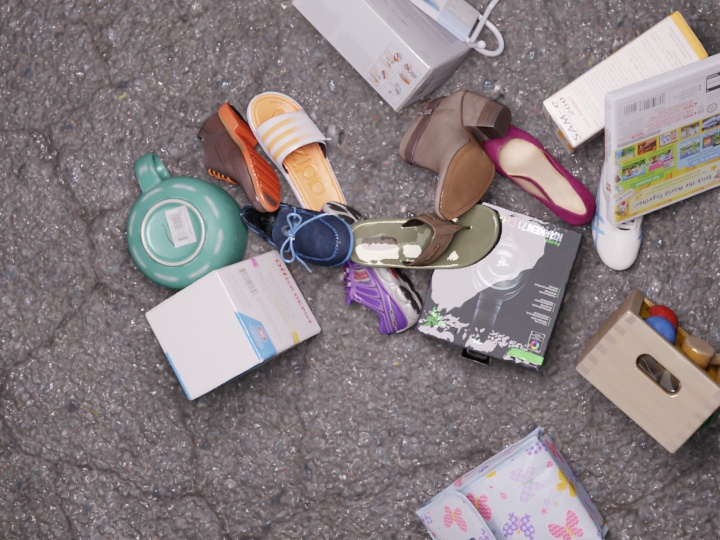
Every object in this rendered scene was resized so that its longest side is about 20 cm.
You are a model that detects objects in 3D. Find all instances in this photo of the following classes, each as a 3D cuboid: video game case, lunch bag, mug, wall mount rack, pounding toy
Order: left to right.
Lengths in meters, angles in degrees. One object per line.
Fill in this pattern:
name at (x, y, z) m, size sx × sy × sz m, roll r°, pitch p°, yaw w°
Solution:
mug at (-0.250, -0.057, 1.694) m, size 0.184 × 0.114 × 0.153 m, roll 26°, pitch 94°, yaw 7°
wall mount rack at (0.113, -0.345, 1.612) m, size 0.200 × 0.174 × 0.075 m, roll 35°, pitch 135°, yaw -9°
lunch bag at (0.195, 0.328, 1.632) m, size 0.199 × 0.127 × 0.170 m, roll -34°, pitch 84°, yaw 13°
video game case at (0.392, -0.166, 1.569) m, size 0.199 × 0.023 × 0.183 m, roll -21°, pitch 127°, yaw -16°
pounding toy at (0.399, 0.119, 1.587) m, size 0.200 × 0.184 × 0.142 m, roll 41°, pitch 107°, yaw 6°

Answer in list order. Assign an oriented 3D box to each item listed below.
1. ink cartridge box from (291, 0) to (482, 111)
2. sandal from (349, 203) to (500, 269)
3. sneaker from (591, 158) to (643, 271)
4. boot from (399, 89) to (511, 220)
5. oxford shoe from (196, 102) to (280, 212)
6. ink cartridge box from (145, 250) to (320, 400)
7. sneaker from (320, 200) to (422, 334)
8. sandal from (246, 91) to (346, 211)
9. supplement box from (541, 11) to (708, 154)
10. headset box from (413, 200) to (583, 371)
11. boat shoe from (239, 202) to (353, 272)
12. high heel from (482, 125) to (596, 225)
ink cartridge box at (0.040, -0.325, 1.656) m, size 0.200 × 0.175 × 0.084 m, roll 47°, pitch 126°, yaw 6°
sandal at (0.077, -0.037, 1.588) m, size 0.200 × 0.057 × 0.080 m, roll -8°, pitch 87°, yaw 7°
sneaker at (0.342, -0.100, 1.637) m, size 0.071 × 0.072 × 0.201 m, roll 8°, pitch 92°, yaw 6°
boot at (0.106, -0.149, 1.625) m, size 0.070 × 0.146 × 0.200 m, roll 50°, pitch 62°, yaw -34°
oxford shoe at (-0.163, -0.135, 1.675) m, size 0.072 × 0.071 × 0.200 m, roll -36°, pitch 47°, yaw 10°
ink cartridge box at (-0.157, 0.067, 1.651) m, size 0.125 × 0.200 × 0.129 m, roll -30°, pitch 86°, yaw 24°
sneaker at (0.000, 0.000, 1.675) m, size 0.083 × 0.081 × 0.201 m, roll -32°, pitch 95°, yaw 17°
sandal at (-0.073, -0.154, 1.690) m, size 0.079 × 0.059 × 0.207 m, roll -32°, pitch 90°, yaw -16°
supplement box at (0.331, -0.236, 1.610) m, size 0.199 × 0.126 × 0.074 m, roll -34°, pitch 87°, yaw 6°
headset box at (0.178, 0.022, 1.648) m, size 0.173 × 0.093 × 0.201 m, roll 19°, pitch 93°, yaw 8°
boat shoe at (-0.089, -0.044, 1.644) m, size 0.199 × 0.068 × 0.085 m, roll 11°, pitch 93°, yaw 51°
high heel at (0.225, -0.134, 1.639) m, size 0.200 × 0.096 × 0.068 m, roll 37°, pitch 95°, yaw 6°
